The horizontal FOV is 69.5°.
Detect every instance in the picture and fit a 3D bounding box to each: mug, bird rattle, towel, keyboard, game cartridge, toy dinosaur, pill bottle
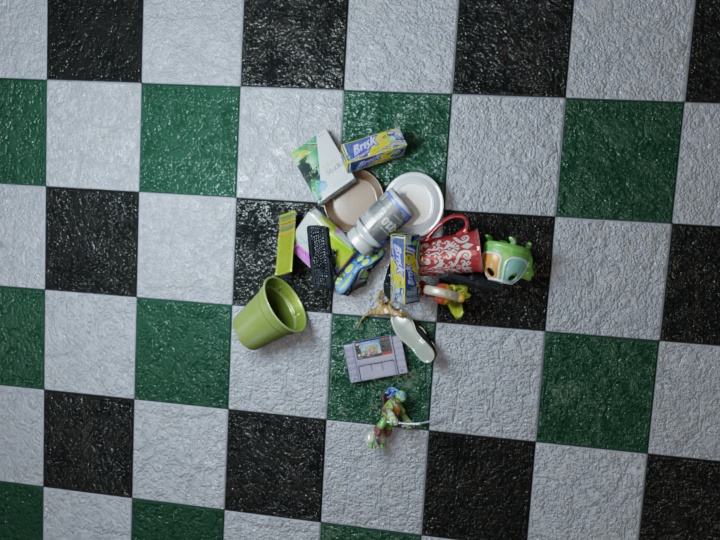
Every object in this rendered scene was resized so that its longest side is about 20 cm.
[{"bbox_3d":[0.270,-0.069,1.612,0.195,0.133,0.182,-8,76,11],"label":"mug"},{"bbox_3d":[0.248,0.064,1.603,0.196,0.163,0.115,23,85,-3],"label":"bird rattle"},{"bbox_3d":[-0.240,-0.088,1.659,0.085,0.018,0.205,-15,67,46],"label":"towel"},{"bbox_3d":[-0.119,-0.039,1.613,0.102,0.040,0.205,0,106,19],"label":"keyboard"},{"bbox_3d":[0.050,0.287,1.702,0.195,0.038,0.133,-12,97,7],"label":"game cartridge"},{"bbox_3d":[0.346,0.039,1.576,0.196,0.127,0.021,14,77,-15],"label":"keyboard"},{"bbox_3d":[0.064,0.123,1.665,0.197,0.108,0.060,-9,138,40],"label":"toy dinosaur"},{"bbox_3d":[0.059,-0.145,1.592,0.200,0.114,0.114,-43,89,12],"label":"pill bottle"}]

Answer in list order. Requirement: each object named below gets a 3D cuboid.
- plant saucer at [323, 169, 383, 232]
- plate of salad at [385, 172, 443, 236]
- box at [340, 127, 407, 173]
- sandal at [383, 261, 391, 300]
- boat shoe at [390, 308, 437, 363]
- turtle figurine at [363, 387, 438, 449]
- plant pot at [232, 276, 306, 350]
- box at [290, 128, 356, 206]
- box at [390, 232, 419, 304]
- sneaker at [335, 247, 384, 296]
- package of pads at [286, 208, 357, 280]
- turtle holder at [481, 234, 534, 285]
[{"bbox_3d":[-0.020,-0.222,1.670,0.195,0.037,0.206,0,94,6],"label":"plant saucer"},{"bbox_3d":[0.167,-0.207,1.644,0.195,0.048,0.206,1,94,17],"label":"plate of salad"},{"bbox_3d":[0.039,-0.371,1.601,0.196,0.064,0.071,-20,73,-11],"label":"box"},{"bbox_3d":[0.114,-0.008,1.640,0.074,0.048,0.205,13,80,36],"label":"sandal"},{"bbox_3d":[0.173,0.206,1.667,0.200,0.060,0.074,47,108,16],"label":"boat shoe"},{"bbox_3d":[0.116,0.500,1.655,0.199,0.144,0.196,38,101,6],"label":"turtle figurine"},{"bbox_3d":[-0.303,0.155,1.668,0.183,0.200,0.202,-34,90,20],"label":"plant pot"},{"bbox_3d":[-0.119,-0.329,1.650,0.143,0.036,0.202,-33,74,8],"label":"box"},{"bbox_3d":[0.134,-0.008,1.558,0.063,0.069,0.205,-7,102,-36],"label":"box"},{"bbox_3d":[0.000,0.000,1.669,0.200,0.083,0.071,-48,59,-2],"label":"sneaker"},{"bbox_3d":[-0.121,-0.080,1.661,0.199,0.068,0.155,41,113,2],"label":"package of pads"},{"bbox_3d":[0.447,-0.027,1.587,0.138,0.184,0.135,11,88,32],"label":"turtle holder"}]
